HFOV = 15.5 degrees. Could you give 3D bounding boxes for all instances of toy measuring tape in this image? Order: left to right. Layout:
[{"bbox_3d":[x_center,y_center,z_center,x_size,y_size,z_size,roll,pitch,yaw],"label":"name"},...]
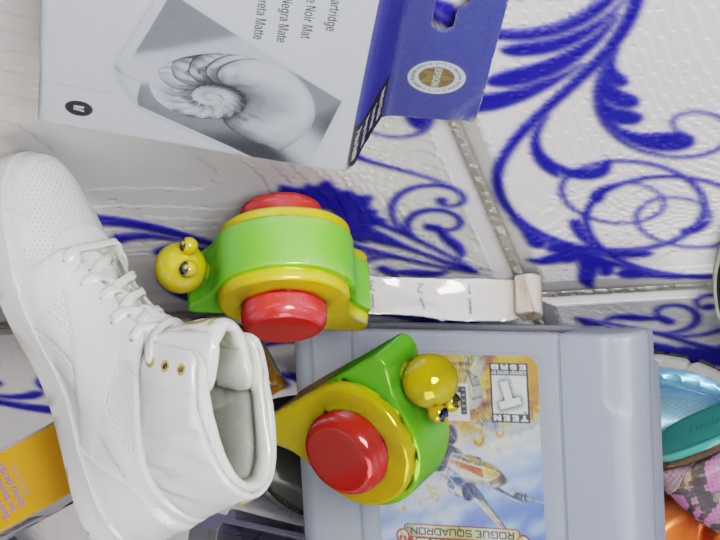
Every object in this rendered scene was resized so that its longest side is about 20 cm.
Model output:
[{"bbox_3d":[-0.016,0.093,1.325,0.074,0.074,0.200,26,142,-30],"label":"toy measuring tape"},{"bbox_3d":[0.000,0.000,1.288,0.200,0.074,0.074,3,151,-13],"label":"toy measuring tape"}]

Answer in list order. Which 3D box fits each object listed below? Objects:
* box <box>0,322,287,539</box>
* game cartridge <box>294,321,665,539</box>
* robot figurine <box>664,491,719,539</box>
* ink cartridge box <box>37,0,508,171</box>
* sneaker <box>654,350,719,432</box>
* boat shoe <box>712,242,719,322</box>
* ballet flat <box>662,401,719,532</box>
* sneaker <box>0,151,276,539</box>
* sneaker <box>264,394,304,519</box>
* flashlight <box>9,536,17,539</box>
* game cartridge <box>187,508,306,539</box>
[{"bbox_3d":[-0.136,0.090,1.356,0.200,0.042,0.119,-27,176,0],"label":"box"},{"bbox_3d":[0.057,0.093,1.343,0.200,0.133,0.042,0,-177,30],"label":"game cartridge"},{"bbox_3d":[0.183,0.170,1.456,0.116,0.144,0.200,9,179,-5],"label":"robot figurine"},{"bbox_3d":[-0.036,-0.113,1.119,0.200,0.041,0.200,7,150,-2],"label":"ink cartridge box"},{"bbox_3d":[0.119,0.096,1.403,0.200,0.090,0.078,3,150,5],"label":"sneaker"},{"bbox_3d":[0.215,-0.003,1.243,0.074,0.062,0.200,9,152,-10],"label":"boat shoe"},{"bbox_3d":[0.235,0.072,1.307,0.200,0.069,0.071,-34,106,33],"label":"ballet flat"},{"bbox_3d":[-0.101,0.024,1.241,0.115,0.200,0.074,-24,176,38],"label":"sneaker"},{"bbox_3d":[0.029,0.102,1.454,0.200,0.074,0.088,16,150,-37],"label":"sneaker"},{"bbox_3d":[-0.231,0.211,1.687,0.068,0.068,0.200,-1,149,10],"label":"flashlight"},{"bbox_3d":[0.008,0.172,1.535,0.129,0.038,0.200,13,175,-40],"label":"game cartridge"}]
